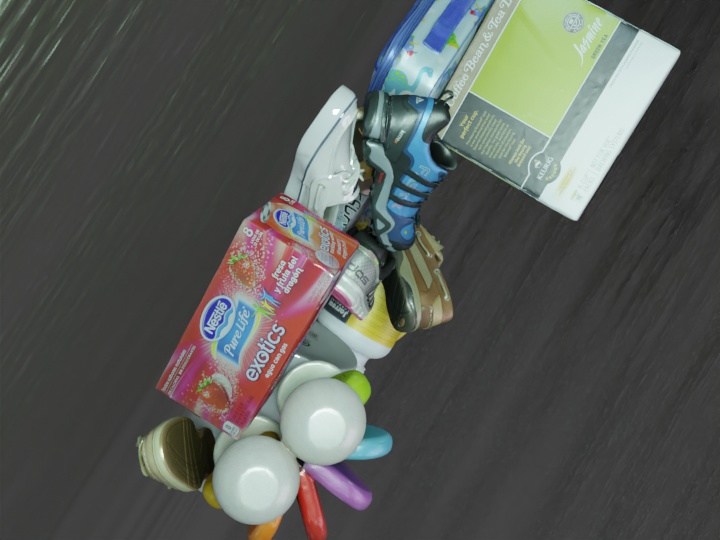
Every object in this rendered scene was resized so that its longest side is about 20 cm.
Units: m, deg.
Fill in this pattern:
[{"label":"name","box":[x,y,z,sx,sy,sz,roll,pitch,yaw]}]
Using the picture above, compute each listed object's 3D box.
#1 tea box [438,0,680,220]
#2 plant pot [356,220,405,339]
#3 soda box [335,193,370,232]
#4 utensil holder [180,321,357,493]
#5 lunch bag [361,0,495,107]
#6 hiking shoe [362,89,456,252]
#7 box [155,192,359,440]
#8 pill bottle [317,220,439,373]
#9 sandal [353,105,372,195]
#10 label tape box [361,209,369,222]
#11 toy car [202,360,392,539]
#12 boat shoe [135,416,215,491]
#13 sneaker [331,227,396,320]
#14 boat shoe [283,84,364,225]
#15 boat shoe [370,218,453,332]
[{"label":"tea box","box":[0.206,-0.188,0.950,0.201,0.196,0.134,-59,171,10]},{"label":"plant pot","box":[0.006,0.028,1.289,0.202,0.200,0.189,-58,-175,2]},{"label":"soda box","box":[-0.039,-0.066,1.013,0.069,0.063,0.200,-60,178,39]},{"label":"utensil holder","box":[-0.117,0.160,1.043,0.201,0.169,0.170,-61,177,13]},{"label":"lunch bag","box":[0.079,-0.244,0.967,0.201,0.082,0.161,-57,179,-24]},{"label":"hiking shoe","box":[0.051,-0.087,0.845,0.201,0.086,0.075,81,13,-53]},{"label":"box","box":[-0.095,0.042,0.801,0.201,0.095,0.100,-59,178,23]},{"label":"pill bottle","box":[0.012,0.044,1.139,0.201,0.112,0.112,-60,178,2]},{"label":"sandal","box":[0.016,-0.118,0.921,0.080,0.054,0.200,-15,160,-1]},{"label":"label tape box","box":[0.028,-0.160,1.183,0.145,0.063,0.200,-60,178,18]},{"label":"toy car","box":[-0.053,0.194,0.874,0.200,0.150,0.175,-40,-174,-5]},{"label":"boat shoe","box":[-0.194,0.189,0.876,0.200,0.064,0.073,83,-2,-79]},{"label":"sneaker","box":[0.000,0.000,0.979,0.088,0.074,0.200,-51,173,-3]},{"label":"boat shoe","box":[-0.027,-0.095,0.831,0.074,0.065,0.200,-56,176,-32]},{"label":"boat shoe","box":[0.060,-0.013,1.025,0.076,0.073,0.201,111,-27,-52]}]
